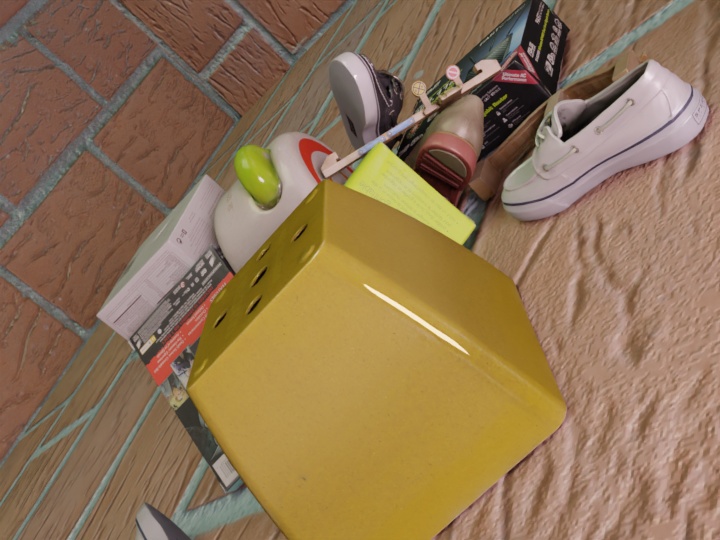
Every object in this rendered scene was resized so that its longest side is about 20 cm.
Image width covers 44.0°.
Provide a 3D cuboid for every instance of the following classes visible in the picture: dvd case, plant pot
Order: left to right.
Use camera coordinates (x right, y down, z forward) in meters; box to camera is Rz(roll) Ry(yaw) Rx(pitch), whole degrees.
[{"bbox_3d":[-0.139,0.097,0.899,0.146,0.201,0.022,-46,-24,15],"label":"dvd case"},{"bbox_3d":[-0.006,0.058,0.618,0.200,0.176,0.201,-44,18,16],"label":"plant pot"}]

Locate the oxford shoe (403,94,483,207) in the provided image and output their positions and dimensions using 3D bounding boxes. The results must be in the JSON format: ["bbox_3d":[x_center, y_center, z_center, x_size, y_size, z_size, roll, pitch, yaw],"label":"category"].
[{"bbox_3d":[0.082,-0.107,0.883,0.076,0.070,0.200,-63,7,-17],"label":"oxford shoe"}]

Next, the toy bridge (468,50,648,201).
[{"bbox_3d":[0.180,-0.137,0.805,0.199,0.027,0.068,-36,21,43],"label":"toy bridge"}]

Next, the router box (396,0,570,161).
[{"bbox_3d":[0.131,-0.189,0.978,0.199,0.062,0.151,-37,21,39],"label":"router box"}]

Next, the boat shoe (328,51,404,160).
[{"bbox_3d":[0.017,-0.174,0.925,0.066,0.070,0.200,-36,-21,-6],"label":"boat shoe"}]

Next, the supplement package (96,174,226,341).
[{"bbox_3d":[-0.168,0.032,1.046,0.150,0.199,0.153,-39,19,29],"label":"supplement package"}]

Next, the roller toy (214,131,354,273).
[{"bbox_3d":[-0.058,-0.036,0.945,0.140,0.201,0.182,-43,-5,19],"label":"roller toy"}]

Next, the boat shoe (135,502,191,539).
[{"bbox_3d":[-0.185,0.272,0.809,0.066,0.074,0.200,-48,15,-11],"label":"boat shoe"}]

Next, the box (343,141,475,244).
[{"bbox_3d":[0.000,0.000,0.815,0.201,0.121,0.048,-52,4,-9],"label":"box"}]

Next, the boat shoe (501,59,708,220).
[{"bbox_3d":[0.171,-0.105,0.693,0.199,0.067,0.074,-30,25,49],"label":"boat shoe"}]

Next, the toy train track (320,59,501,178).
[{"bbox_3d":[0.043,-0.155,0.865,0.198,0.033,0.115,-32,1,4],"label":"toy train track"}]
